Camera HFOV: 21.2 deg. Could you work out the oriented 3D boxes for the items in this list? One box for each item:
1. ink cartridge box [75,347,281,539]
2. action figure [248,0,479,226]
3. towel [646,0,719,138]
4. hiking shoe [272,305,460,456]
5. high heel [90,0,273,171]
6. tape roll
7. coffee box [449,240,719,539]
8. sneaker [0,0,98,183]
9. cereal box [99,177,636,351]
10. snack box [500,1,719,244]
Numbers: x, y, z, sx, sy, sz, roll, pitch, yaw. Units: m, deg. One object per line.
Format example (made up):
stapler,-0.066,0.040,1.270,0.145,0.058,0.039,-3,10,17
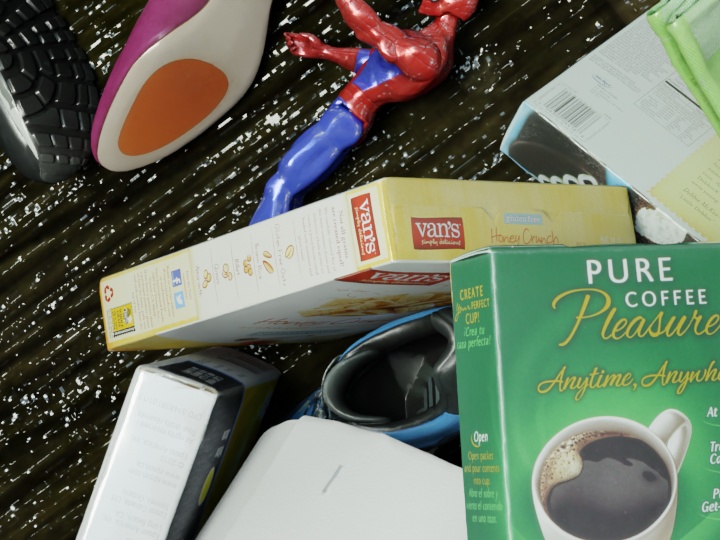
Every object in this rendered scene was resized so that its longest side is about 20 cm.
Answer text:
ink cartridge box,-0.098,0.135,0.868,0.047,0.198,0.200,19,92,4
action figure,-0.031,-0.083,0.936,0.200,0.065,0.099,-44,87,8
towel,0.223,-0.107,0.808,0.200,0.031,0.149,-44,107,-21
hiking shoe,0.005,0.059,0.877,0.200,0.087,0.074,-32,56,38
high heel,-0.082,-0.146,0.976,0.200,0.067,0.096,-49,45,11
tape roll,0.024,0.149,0.826,0.202,0.203,0.071,26,65,17
coffee box,0.101,0.089,0.728,0.123,0.044,0.200,-3,85,-20
sneaker,-0.208,-0.119,1.002,0.088,0.076,0.200,-36,72,26
cereal box,0.000,0.000,0.838,0.200,0.144,0.040,-16,78,49
snack box,0.174,-0.028,0.852,0.200,0.116,0.037,41,141,16
